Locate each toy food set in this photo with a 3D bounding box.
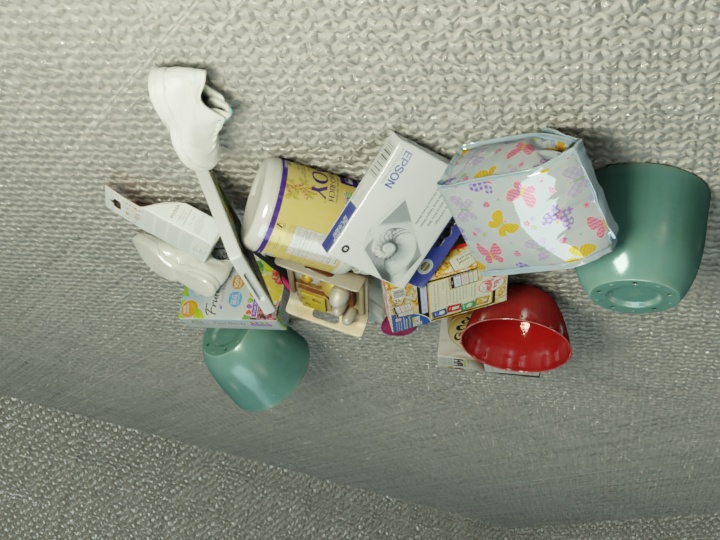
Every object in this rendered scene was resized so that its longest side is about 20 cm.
[{"bbox_3d":[-0.063,0.045,1.613,0.143,0.060,0.200,18,155,9],"label":"toy food set"}]

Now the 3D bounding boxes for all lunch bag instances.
[{"bbox_3d":[0.232,-0.092,1.322,0.200,0.127,0.170,-6,127,40],"label":"lunch bag"}]

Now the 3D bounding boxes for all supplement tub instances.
[{"bbox_3d":[-0.066,-0.077,1.491,0.200,0.146,0.145,15,157,-16],"label":"supplement tub"}]

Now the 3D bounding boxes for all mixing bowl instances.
[{"bbox_3d":[0.288,0.093,1.795,0.200,0.108,0.200,10,150,6],"label":"mixing bowl"}]

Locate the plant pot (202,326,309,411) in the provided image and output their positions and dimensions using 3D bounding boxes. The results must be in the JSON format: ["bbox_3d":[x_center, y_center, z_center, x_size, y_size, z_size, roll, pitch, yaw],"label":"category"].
[{"bbox_3d":[-0.233,0.168,2.070,0.200,0.201,0.161,-7,139,34],"label":"plant pot"}]

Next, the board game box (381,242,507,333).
[{"bbox_3d":[0.136,0.023,1.591,0.200,0.046,0.152,-15,150,-4],"label":"board game box"}]

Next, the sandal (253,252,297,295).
[{"bbox_3d":[-0.114,0.015,1.735,0.200,0.045,0.075,33,-164,2],"label":"sandal"}]

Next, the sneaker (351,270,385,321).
[{"bbox_3d":[0.000,0.000,1.694,0.074,0.116,0.200,11,162,28],"label":"sneaker"}]

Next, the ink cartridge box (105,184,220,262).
[{"bbox_3d":[-0.333,-0.092,1.678,0.200,0.047,0.160,30,165,-7],"label":"ink cartridge box"}]

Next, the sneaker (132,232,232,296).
[{"bbox_3d":[-0.321,-0.027,1.809,0.200,0.089,0.075,27,149,20],"label":"sneaker"}]

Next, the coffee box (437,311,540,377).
[{"bbox_3d":[0.254,0.136,1.921,0.200,0.113,0.080,6,158,9],"label":"coffee box"}]

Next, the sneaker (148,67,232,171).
[{"bbox_3d":[-0.211,-0.201,1.339,0.088,0.075,0.200,-7,154,8],"label":"sneaker"}]

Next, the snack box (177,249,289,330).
[{"bbox_3d":[-0.223,0.034,1.816,0.200,0.142,0.053,1,156,19],"label":"snack box"}]

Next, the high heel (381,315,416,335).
[{"bbox_3d":[0.086,0.073,1.880,0.096,0.067,0.200,14,154,-39],"label":"high heel"}]

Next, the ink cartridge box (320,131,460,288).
[{"bbox_3d":[0.075,-0.073,1.426,0.200,0.200,0.041,22,-161,-32],"label":"ink cartridge box"}]

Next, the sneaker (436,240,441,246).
[{"bbox_3d":[0.062,-0.023,1.654,0.200,0.081,0.074,16,157,-18],"label":"sneaker"}]

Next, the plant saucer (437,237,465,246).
[{"bbox_3d":[0.165,0.011,1.662,0.200,0.031,0.200,-12,149,-7],"label":"plant saucer"}]

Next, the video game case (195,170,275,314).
[{"bbox_3d":[-0.196,-0.051,1.540,0.023,0.200,0.182,-24,149,-1],"label":"video game case"}]

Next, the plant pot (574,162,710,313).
[{"bbox_3d":[0.391,-0.034,1.405,0.200,0.161,0.201,8,157,3],"label":"plant pot"}]
